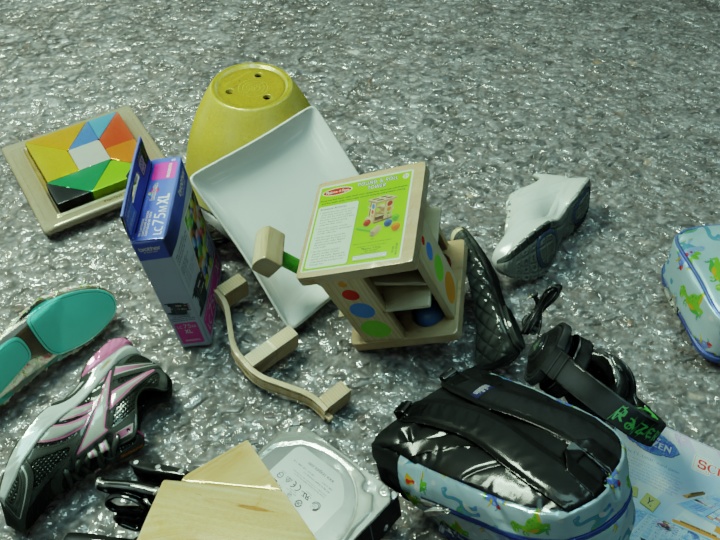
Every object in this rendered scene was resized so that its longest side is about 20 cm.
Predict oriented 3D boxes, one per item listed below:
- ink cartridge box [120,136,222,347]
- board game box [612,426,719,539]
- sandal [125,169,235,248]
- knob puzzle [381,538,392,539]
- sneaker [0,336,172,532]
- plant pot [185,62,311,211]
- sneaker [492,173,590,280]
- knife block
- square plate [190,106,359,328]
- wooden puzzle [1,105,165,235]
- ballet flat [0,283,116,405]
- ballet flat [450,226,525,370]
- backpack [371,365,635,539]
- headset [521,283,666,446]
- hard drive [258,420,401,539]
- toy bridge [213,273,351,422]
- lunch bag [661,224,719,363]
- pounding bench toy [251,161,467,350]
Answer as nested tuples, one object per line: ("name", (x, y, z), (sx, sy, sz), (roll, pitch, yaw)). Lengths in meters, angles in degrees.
("ink cartridge box", (-0.191, -0.027, 0.788), (0.041, 0.201, 0.120), (-7, 48, 6))
("board game box", (0.293, 0.246, 0.664), (0.198, 0.041, 0.200), (24, 52, 19))
("sandal", (-0.208, -0.060, 0.914), (0.198, 0.075, 0.045), (29, 87, 18))
("knob puzzle", (0.009, 0.301, 0.613), (0.216, 0.031, 0.222), (1, 47, -1))
("sneaker", (-0.250, 0.155, 0.709), (0.086, 0.081, 0.201), (26, 57, 7))
("plant pot", (-0.135, -0.176, 0.965), (0.197, 0.143, 0.202), (0, 48, 0))
("sneaker", (0.210, -0.056, 0.929), (0.086, 0.075, 0.200), (20, 42, 31))
("knife block", (-0.135, 0.224, 0.590), (0.174, 0.065, 0.200), (-29, 42, -21))
("square plate", (-0.071, -0.065, 0.877), (0.198, 0.028, 0.201), (-37, 97, -33))
("wooden puzzle", (-0.360, -0.145, 1.001), (0.183, 0.038, 0.200), (-26, 53, -23))
("ballet flat", (-0.348, 0.076, 0.785), (0.063, 0.076, 0.200), (-1, 30, 46))
("ballet flat", (0.130, 0.023, 0.851), (0.056, 0.067, 0.201), (-29, 42, 16))
("backpack", (0.136, 0.174, 0.646), (0.162, 0.156, 0.199), (-28, 14, -37))
("headset", (0.213, 0.085, 0.717), (0.123, 0.095, 0.200), (30, 8, -28))
("hard drive", (-0.079, 0.232, 0.649), (0.139, 0.038, 0.199), (26, 52, 38))
("toy bridge", (-0.095, 0.087, 0.795), (0.067, 0.027, 0.200), (-33, 61, -27))
("lunch bag", (0.451, 0.025, 0.843), (0.197, 0.083, 0.162), (-5, 47, -6))
("pounding bench toy", (0.000, 0.000, 0.810), (0.197, 0.156, 0.126), (-8, 51, 24))
